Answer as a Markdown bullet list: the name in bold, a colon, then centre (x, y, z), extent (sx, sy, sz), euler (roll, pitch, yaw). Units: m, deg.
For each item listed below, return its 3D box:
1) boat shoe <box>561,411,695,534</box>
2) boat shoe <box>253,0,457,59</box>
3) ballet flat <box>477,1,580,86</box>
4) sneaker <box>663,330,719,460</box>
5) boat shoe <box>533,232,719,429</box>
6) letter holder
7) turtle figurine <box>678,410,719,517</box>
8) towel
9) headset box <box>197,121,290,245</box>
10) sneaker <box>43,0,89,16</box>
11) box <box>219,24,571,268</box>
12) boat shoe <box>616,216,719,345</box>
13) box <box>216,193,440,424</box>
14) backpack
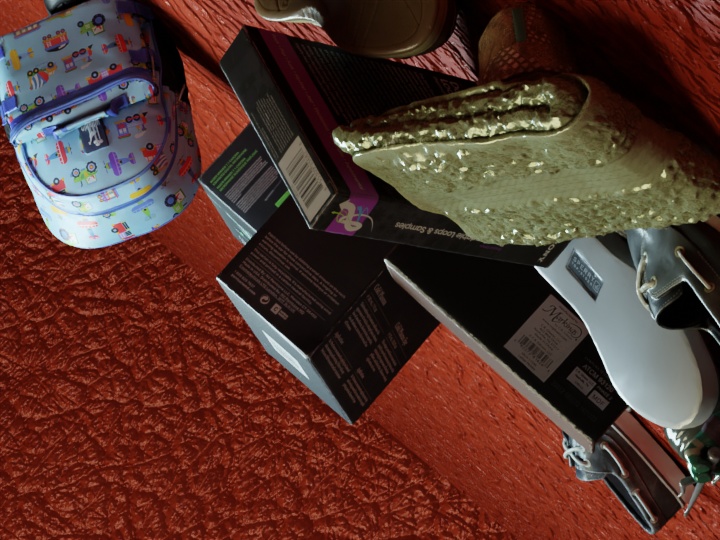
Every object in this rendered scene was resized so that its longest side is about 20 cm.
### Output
- **boat shoe**: centre (0.210, 0.153, 2.161), extent (0.200, 0.068, 0.072), euler (46, 172, -23)
- **boat shoe**: centre (0.010, -0.163, 1.487), extent (0.072, 0.073, 0.200), euler (11, -177, -33)
- **ballet flat**: centre (0.102, -0.092, 1.395), extent (0.200, 0.070, 0.066), euler (78, -175, -68)
- **sneaker**: centre (0.225, 0.070, 1.620), extent (0.115, 0.076, 0.199), euler (63, -164, 18)
- **boat shoe**: centre (0.171, 0.020, 1.511), extent (0.065, 0.072, 0.200), euler (0, -145, -34)
- **letter holder**: centre (0.126, 0.033, 1.807), extent (0.200, 0.101, 0.142), euler (41, 175, 10)
- **turtle figurine**: centre (0.259, 0.097, 1.441), extent (0.149, 0.102, 0.200), euler (9, 171, -23)
- **towel**: centre (0.094, -0.055, 1.335), extent (0.148, 0.037, 0.199), euler (27, 158, -37)
- **headset box**: centre (-0.050, -0.039, 2.347), extent (0.200, 0.093, 0.174), euler (41, 173, 19)
- **sneaker**: centre (-0.276, -0.279, 2.375), extent (0.200, 0.071, 0.083), euler (98, 148, -80)
- **box**: centre (0.023, -0.072, 1.484), extent (0.199, 0.036, 0.143), euler (8, -140, -41)
- **boat shoe**: centre (0.184, -0.003, 1.419), extent (0.200, 0.068, 0.072), euler (41, 175, 45)
- **box**: centre (0.000, 0.000, 1.958), extent (0.104, 0.182, 0.200), euler (40, 172, 20)
- **backpack**: centre (-0.245, -0.132, 2.307), extent (0.135, 0.181, 0.201), euler (61, -167, -62)
